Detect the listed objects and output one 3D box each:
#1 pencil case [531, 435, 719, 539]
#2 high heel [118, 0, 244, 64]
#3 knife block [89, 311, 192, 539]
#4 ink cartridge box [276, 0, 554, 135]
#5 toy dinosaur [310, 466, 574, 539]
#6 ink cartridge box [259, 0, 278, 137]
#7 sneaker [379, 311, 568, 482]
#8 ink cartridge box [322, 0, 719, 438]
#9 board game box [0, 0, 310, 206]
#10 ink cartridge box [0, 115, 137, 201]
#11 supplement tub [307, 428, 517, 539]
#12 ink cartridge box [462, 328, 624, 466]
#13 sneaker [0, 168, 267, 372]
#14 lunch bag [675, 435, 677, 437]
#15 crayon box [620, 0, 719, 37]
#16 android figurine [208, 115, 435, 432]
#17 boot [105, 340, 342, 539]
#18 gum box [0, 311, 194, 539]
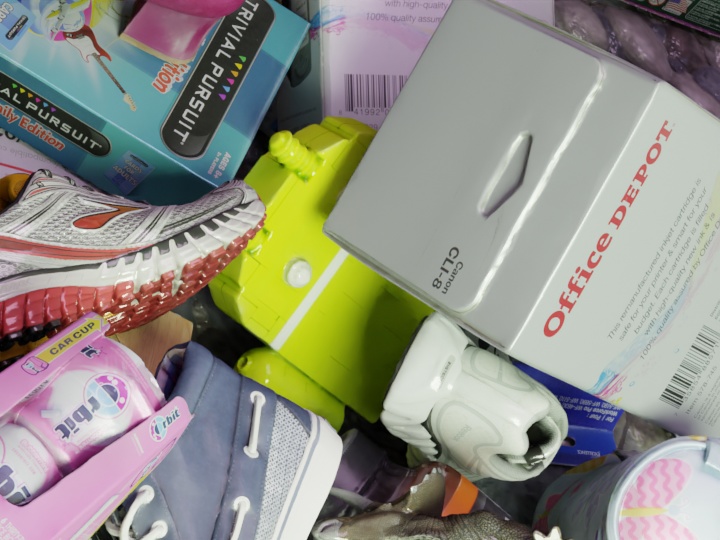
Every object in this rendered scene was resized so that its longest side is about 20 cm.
[{"bbox_3d":[0.148,0.132,1.048,0.083,0.200,0.091,44,81,1],"label":"pencil case"},{"bbox_3d":[-0.145,-0.173,0.978,0.200,0.096,0.067,29,45,-12],"label":"high heel"},{"bbox_3d":[-0.147,0.085,0.944,0.200,0.064,0.176,30,48,-24],"label":"knife block"},{"bbox_3d":[0.030,-0.130,1.156,0.147,0.086,0.201,1,85,-22],"label":"ink cartridge box"},{"bbox_3d":[0.075,0.152,0.919,0.200,0.077,0.102,39,-1,-12],"label":"toy dinosaur"},{"bbox_3d":[-0.032,-0.162,1.262,0.197,0.047,0.200,37,44,-6],"label":"ink cartridge box"},{"bbox_3d":[0.067,0.082,1.053,0.081,0.200,0.075,23,83,15],"label":"sneaker"},{"bbox_3d":[0.114,-0.024,1.021,0.144,0.146,0.200,32,4,41],"label":"ink cartridge box"},{"bbox_3d":[-0.139,-0.125,1.048,0.200,0.047,0.151,31,44,-9],"label":"board game box"},{"bbox_3d":[-0.156,-0.051,1.060,0.115,0.068,0.201,17,49,-24],"label":"ink cartridge box"},{"bbox_3d":[0.049,0.168,1.009,0.200,0.107,0.107,42,42,-2],"label":"supplement tub"},{"bbox_3d":[0.105,0.022,1.221,0.099,0.039,0.201,9,53,-32],"label":"ink cartridge box"},{"bbox_3d":[-0.124,-0.015,0.921,0.200,0.078,0.082,-18,76,-43],"label":"sneaker"},{"bbox_3d":[0.260,0.020,1.240,0.127,0.170,0.201,12,47,-33],"label":"lunch bag"},{"bbox_3d":[0.248,-0.264,1.542,0.199,0.058,0.173,15,49,-27],"label":"crayon box"},{"bbox_3d":[0.000,0.000,1.070,0.041,0.182,0.200,32,-8,48],"label":"android figurine"},{"bbox_3d":[-0.082,0.132,0.890,0.090,0.073,0.200,34,55,-20],"label":"boot"},{"bbox_3d":[-0.159,0.108,0.830,0.066,0.200,0.113,46,44,4],"label":"gum box"}]
